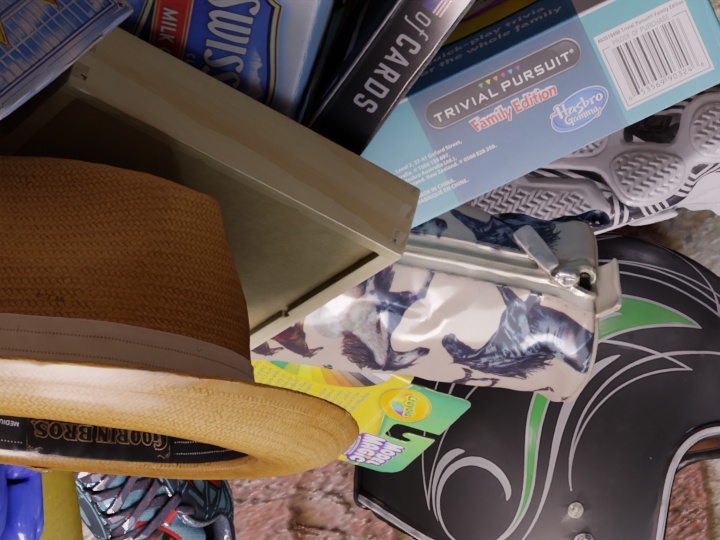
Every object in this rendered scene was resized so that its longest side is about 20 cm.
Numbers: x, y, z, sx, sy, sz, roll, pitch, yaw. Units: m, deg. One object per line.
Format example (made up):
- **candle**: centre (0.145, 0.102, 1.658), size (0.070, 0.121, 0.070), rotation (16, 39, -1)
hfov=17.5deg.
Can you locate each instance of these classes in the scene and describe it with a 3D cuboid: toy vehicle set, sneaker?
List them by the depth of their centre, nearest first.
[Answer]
- **toy vehicle set**: centre (-0.086, -0.009, 0.801), size (0.124, 0.027, 0.200), rotation (28, 148, -22)
- **sneaker**: centre (0.155, -0.045, 1.122), size (0.199, 0.075, 0.115), rotation (-26, 147, 2)
- **sneaker**: centre (-0.108, 0.107, 1.188), size (0.079, 0.096, 0.200), rotation (-27, 149, 11)

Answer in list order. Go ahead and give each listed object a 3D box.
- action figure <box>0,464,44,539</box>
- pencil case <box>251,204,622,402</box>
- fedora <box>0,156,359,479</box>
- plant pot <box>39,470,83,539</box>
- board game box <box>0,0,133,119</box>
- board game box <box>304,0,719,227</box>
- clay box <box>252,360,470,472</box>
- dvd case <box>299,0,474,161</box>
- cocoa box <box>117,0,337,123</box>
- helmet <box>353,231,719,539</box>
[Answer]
- **action figure**: centre (-0.121, 0.082, 0.928), size (0.098, 0.202, 0.065), rotation (0, 173, 29)
- **pencil case**: centre (0.000, 0.000, 0.919), size (0.198, 0.078, 0.090), rotation (9, 148, -14)
- **fedora**: centre (-0.093, 0.014, 0.711), size (0.199, 0.082, 0.201), rotation (6, 169, 1)
- **plant pot**: centre (-0.210, 0.075, 1.015), size (0.199, 0.200, 0.143), rotation (-4, 122, -26)
- **board game box**: centre (-0.169, -0.098, 0.701), size (0.199, 0.201, 0.062), rotation (-1, -145, 47)
- **board game box**: centre (0.051, -0.089, 0.889), size (0.150, 0.200, 0.047), rotation (-25, 109, 8)
- **clay box**: centre (-0.052, 0.018, 1.009), size (0.199, 0.048, 0.115), rotation (25, 154, -8)
- **dvd case**: centre (0.040, -0.140, 0.796), size (0.025, 0.201, 0.151), rotation (30, 127, -9)
- **cocoa box**: centre (-0.061, -0.137, 0.753), size (0.130, 0.134, 0.200), rotation (16, 143, -2)
- **helmet**: centre (0.109, 0.072, 1.168), size (0.191, 0.199, 0.200), rotation (-60, 145, -5)
